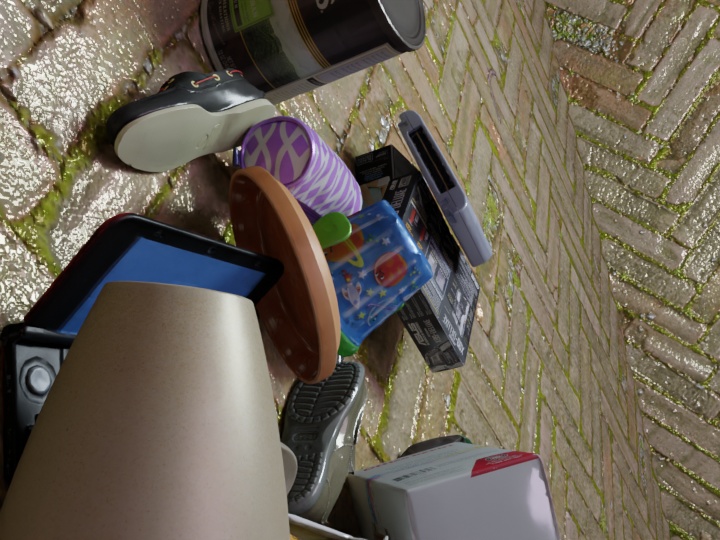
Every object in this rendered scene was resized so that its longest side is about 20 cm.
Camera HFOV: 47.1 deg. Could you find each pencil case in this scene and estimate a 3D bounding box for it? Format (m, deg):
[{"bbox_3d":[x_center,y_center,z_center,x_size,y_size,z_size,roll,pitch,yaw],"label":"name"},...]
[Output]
[{"bbox_3d":[-0.056,-0.093,0.872,0.200,0.083,0.086,29,51,-70],"label":"pencil case"}]

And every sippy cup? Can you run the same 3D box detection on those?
[{"bbox_3d":[0.000,0.000,0.867,0.140,0.130,0.178,57,4,-6],"label":"sippy cup"}]

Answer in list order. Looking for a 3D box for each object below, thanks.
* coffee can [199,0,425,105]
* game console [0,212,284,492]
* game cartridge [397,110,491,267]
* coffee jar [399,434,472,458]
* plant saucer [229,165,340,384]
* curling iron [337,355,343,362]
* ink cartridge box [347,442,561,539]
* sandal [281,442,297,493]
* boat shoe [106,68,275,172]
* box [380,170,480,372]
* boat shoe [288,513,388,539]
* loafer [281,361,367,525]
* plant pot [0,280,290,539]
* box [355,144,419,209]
[{"bbox_3d":[-0.049,-0.273,0.885,0.146,0.199,0.147,39,42,-49],"label":"coffee can"},{"bbox_3d":[-0.144,0.073,0.606,0.200,0.118,0.174,19,59,-59],"label":"game console"},{"bbox_3d":[0.111,-0.105,1.077,0.133,0.041,0.201,60,6,-50],"label":"game cartridge"},{"bbox_3d":[0.127,0.307,1.038,0.201,0.104,0.086,63,25,-24],"label":"coffee jar"},{"bbox_3d":[-0.067,0.003,0.743,0.032,0.200,0.202,-21,97,-21],"label":"plant saucer"},{"bbox_3d":[-0.021,0.084,0.947,0.050,0.025,0.201,45,39,-41],"label":"curling iron"},{"bbox_3d":[0.091,0.266,0.841,0.200,0.144,0.146,155,-77,-73],"label":"ink cartridge box"},{"bbox_3d":[-0.103,0.167,0.655,0.081,0.054,0.200,-65,150,-9],"label":"sandal"},{"bbox_3d":[-0.160,-0.142,0.757,0.063,0.074,0.201,46,34,9],"label":"boat shoe"},{"bbox_3d":[0.083,0.001,1.037,0.201,0.049,0.158,59,32,-28],"label":"box"},{"bbox_3d":[-0.005,0.248,0.677,0.202,0.086,0.075,38,38,-25],"label":"boat shoe"},{"bbox_3d":[-0.039,0.173,0.830,0.201,0.075,0.070,-65,145,-47],"label":"loafer"},{"bbox_3d":[-0.121,0.113,0.500,0.187,0.186,0.202,21,73,-59],"label":"plant pot"},{"bbox_3d":[0.049,-0.053,1.122,0.117,0.060,0.202,36,46,-52],"label":"box"}]
